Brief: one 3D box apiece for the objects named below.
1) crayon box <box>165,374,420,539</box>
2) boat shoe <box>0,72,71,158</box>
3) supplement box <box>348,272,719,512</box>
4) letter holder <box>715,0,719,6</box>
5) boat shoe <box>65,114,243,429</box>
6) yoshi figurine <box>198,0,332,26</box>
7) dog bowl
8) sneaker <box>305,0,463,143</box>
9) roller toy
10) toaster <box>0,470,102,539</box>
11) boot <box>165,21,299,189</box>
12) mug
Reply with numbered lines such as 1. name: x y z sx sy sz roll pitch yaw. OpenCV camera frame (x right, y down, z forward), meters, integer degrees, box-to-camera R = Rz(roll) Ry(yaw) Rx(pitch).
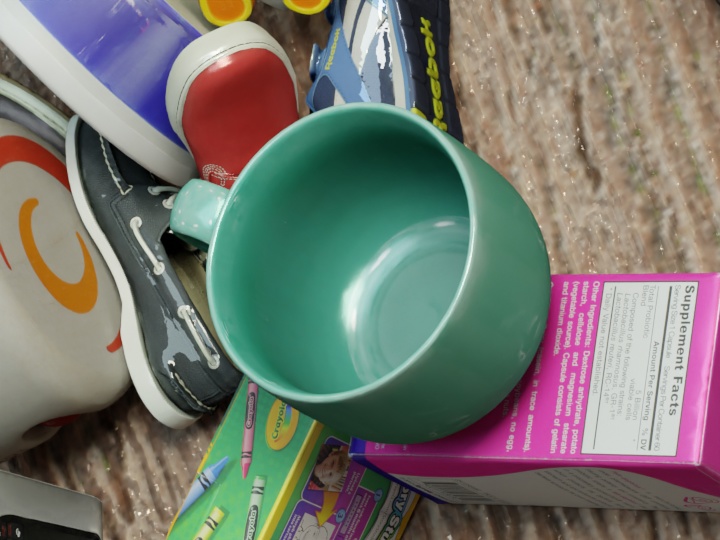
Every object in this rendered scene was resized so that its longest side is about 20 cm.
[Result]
1. crayon box: -0.047 0.156 1.562 0.058 0.119 0.201 23 86 36
2. boat shoe: -0.245 -0.093 1.778 0.199 0.072 0.065 28 76 13
3. supplement box: 0.109 0.063 1.508 0.199 0.101 0.104 1 73 32
4. letter holder: 0.227 -0.203 1.531 0.142 0.101 0.200 -40 57 12
5. boat shoe: -0.111 -0.010 1.692 0.060 0.076 0.201 -29 72 23
6. yoshi figurine: -0.049 -0.229 1.672 0.112 0.112 0.200 -46 22 30
7. dog bowl: -0.141 -0.143 1.677 0.079 0.200 0.200 -45 56 8
8. sneaker: 0.005 -0.119 1.657 0.082 0.074 0.201 -16 64 29
9. roller toy: -0.224 0.020 1.679 0.139 0.182 0.201 -28 43 21
10. toaster: -0.225 0.219 1.589 0.200 0.118 0.182 -21 64 39
11. boot: -0.042 -0.030 1.587 0.072 0.200 0.145 -23 59 -8
12. mug: 0.010 -0.003 1.463 0.152 0.114 0.185 -41 55 13
